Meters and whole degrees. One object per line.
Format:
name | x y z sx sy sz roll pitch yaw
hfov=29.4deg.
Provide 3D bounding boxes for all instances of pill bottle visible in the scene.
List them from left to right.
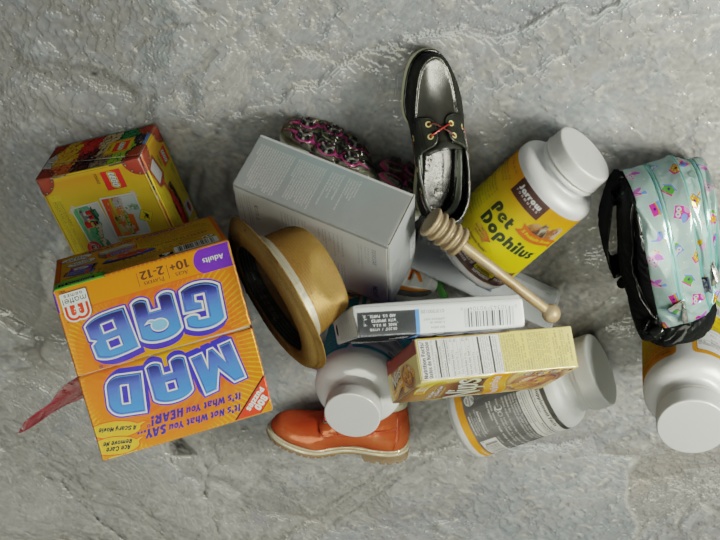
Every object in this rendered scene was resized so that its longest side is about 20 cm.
pill bottle | 0.004 0.115 1.715 0.110 0.201 0.112 5 127 7
pill bottle | 0.192 -0.075 1.599 0.109 0.110 0.200 36 124 -16
pill bottle | 0.219 0.158 1.760 0.199 0.117 0.117 -23 119 24
pill bottle | 0.394 0.121 1.646 0.110 0.201 0.112 5 127 7

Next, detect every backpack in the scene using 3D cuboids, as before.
backpack | 0.353 -0.035 1.584 0.125 0.167 0.201 -16 120 -2

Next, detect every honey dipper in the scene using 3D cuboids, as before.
honey dipper | 0.154 -0.001 1.573 0.199 0.038 0.038 36 124 -19

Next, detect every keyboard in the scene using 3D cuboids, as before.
keyboard | 0.155 0.011 1.703 0.199 0.057 0.011 24 157 -7

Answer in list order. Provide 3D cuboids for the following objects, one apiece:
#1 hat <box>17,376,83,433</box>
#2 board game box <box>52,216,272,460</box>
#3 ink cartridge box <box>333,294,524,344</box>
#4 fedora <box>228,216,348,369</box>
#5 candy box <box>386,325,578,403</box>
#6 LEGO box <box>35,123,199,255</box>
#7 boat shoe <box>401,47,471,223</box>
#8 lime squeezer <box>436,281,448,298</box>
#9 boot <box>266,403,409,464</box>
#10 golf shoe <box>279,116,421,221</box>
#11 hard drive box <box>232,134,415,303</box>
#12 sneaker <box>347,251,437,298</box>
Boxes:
hat | -0.300 0.143 1.776 0.198 0.165 0.178 12 92 24
board game box | -0.231 0.071 1.588 0.198 0.200 0.202 -16 103 -8
ink cartridge box | 0.071 0.059 1.614 0.196 0.200 0.044 -4 87 -10
fedora | -0.074 0.014 1.548 0.081 0.200 0.202 -30 124 -16
candy box | 0.142 0.111 1.617 0.198 0.056 0.115 -5 164 -18
LEGO box | -0.291 -0.066 1.717 0.148 0.077 0.201 -10 123 17
boat shoe | 0.091 -0.151 1.565 0.073 0.063 0.203 -10 108 -16
lime squeezer | 0.102 0.092 1.782 0.070 0.038 0.201 15 128 0
boot | -0.028 0.199 1.868 0.198 0.075 0.108 3 124 -2
golf shoe | -0.014 -0.108 1.637 0.199 0.073 0.092 28 126 -9
hard drive box | -0.040 -0.056 1.608 0.199 0.077 0.156 23 156 12
sneaker | 0.000 0.000 1.718 0.198 0.079 0.078 14 135 9
